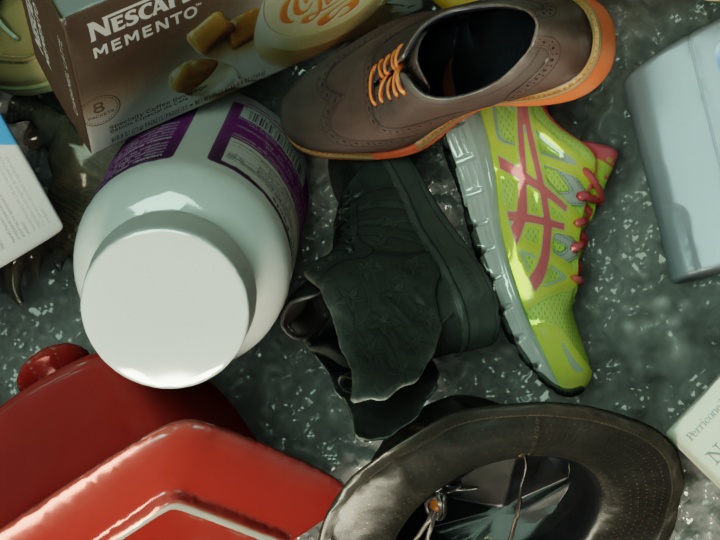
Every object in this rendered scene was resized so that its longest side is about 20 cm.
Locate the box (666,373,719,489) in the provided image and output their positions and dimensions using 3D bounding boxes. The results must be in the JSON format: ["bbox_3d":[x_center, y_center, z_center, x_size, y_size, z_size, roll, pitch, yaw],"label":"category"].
[{"bbox_3d":[0.254,0.125,1.103,0.200,0.068,0.082,43,96,14],"label":"box"}]

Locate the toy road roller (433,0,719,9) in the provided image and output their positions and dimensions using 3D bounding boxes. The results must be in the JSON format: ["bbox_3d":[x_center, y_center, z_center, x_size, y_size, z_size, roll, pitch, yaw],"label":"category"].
[{"bbox_3d":[0.124,-0.178,1.147,0.199,0.123,0.147,35,109,16],"label":"toy road roller"}]

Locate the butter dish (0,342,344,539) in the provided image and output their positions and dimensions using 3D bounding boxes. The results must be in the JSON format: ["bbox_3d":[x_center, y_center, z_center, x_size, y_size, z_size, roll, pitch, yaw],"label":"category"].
[{"bbox_3d":[-0.142,0.106,1.162,0.199,0.199,0.149,-34,61,13],"label":"butter dish"}]

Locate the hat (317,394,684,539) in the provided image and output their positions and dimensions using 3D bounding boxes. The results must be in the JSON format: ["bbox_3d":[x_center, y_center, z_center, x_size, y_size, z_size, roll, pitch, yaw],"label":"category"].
[{"bbox_3d":[0.064,0.117,1.135,0.200,0.201,0.081,-34,39,10],"label":"hat"}]

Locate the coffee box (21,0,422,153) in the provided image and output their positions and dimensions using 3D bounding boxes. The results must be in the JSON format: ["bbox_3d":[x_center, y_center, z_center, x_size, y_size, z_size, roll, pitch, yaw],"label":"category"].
[{"bbox_3d":[-0.072,-0.157,1.120,0.199,0.115,0.080,-25,59,-14],"label":"coffee box"}]

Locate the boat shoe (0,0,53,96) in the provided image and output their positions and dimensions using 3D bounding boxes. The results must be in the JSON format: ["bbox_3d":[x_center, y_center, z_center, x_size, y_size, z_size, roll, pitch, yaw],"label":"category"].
[{"bbox_3d":[-0.224,-0.150,1.228,0.199,0.063,0.074,18,85,42],"label":"boat shoe"}]

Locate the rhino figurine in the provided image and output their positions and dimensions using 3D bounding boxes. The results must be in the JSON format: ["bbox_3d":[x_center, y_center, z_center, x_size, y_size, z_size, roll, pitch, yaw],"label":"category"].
[{"bbox_3d":[-0.157,-0.072,1.242,0.087,0.060,0.201,25,93,19],"label":"rhino figurine"}]

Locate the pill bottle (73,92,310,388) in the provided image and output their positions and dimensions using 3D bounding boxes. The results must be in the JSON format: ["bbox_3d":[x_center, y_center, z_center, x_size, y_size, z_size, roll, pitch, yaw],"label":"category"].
[{"bbox_3d":[-0.087,-0.016,1.124,0.111,0.200,0.113,1,110,4],"label":"pill bottle"}]

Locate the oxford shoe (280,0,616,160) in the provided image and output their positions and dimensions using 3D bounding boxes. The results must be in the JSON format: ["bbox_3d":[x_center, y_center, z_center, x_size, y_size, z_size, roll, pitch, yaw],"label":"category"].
[{"bbox_3d":[0.028,-0.104,1.109,0.199,0.072,0.072,-17,78,35],"label":"oxford shoe"}]

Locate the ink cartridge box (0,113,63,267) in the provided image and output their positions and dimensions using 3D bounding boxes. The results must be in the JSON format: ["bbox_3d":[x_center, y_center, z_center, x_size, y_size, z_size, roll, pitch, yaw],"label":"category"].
[{"bbox_3d":[-0.274,-0.026,1.156,0.199,0.068,0.117,-31,110,-9],"label":"ink cartridge box"}]

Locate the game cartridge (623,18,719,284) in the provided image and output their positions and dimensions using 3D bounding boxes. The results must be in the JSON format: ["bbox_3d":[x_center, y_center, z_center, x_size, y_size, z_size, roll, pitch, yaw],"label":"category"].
[{"bbox_3d":[0.244,-0.081,1.144,0.198,0.042,0.134,-16,85,14],"label":"game cartridge"}]

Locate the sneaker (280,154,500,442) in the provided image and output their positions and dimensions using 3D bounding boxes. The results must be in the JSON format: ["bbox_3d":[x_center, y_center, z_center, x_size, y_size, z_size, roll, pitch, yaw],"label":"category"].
[{"bbox_3d":[0.000,0.002,1.135,0.103,0.060,0.200,-17,46,-20],"label":"sneaker"}]

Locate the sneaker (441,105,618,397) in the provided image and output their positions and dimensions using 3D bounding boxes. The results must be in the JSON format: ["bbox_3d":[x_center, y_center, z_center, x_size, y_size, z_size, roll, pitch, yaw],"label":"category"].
[{"bbox_3d":[0.099,-0.034,1.160,0.090,0.078,0.202,-16,85,2],"label":"sneaker"}]
